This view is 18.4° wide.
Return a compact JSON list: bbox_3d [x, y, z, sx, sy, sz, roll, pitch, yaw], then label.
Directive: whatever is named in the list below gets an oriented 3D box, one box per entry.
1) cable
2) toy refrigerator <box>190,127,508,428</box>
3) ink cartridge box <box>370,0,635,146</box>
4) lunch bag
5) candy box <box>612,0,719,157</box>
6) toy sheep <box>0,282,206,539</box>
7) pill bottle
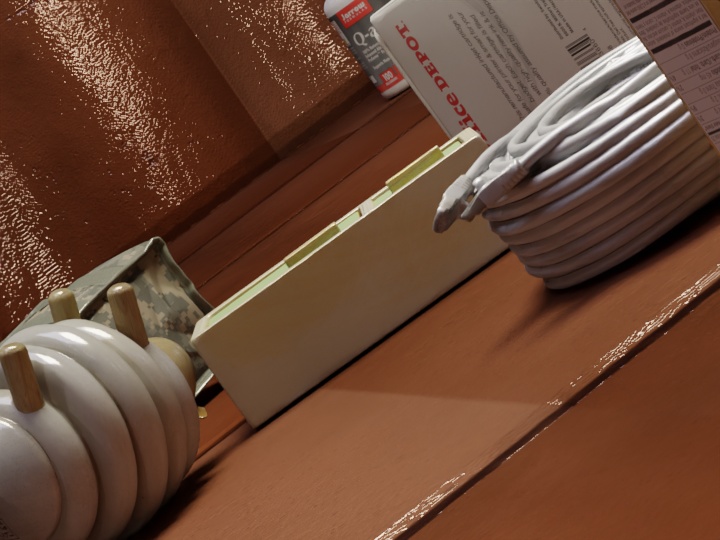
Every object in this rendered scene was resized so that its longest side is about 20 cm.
[{"bbox_3d":[0.146,-0.072,1.047,0.200,0.069,0.200,-31,7,29],"label":"cable"},{"bbox_3d":[0.000,0.000,1.273,0.200,0.070,0.076,-35,6,3],"label":"toy refrigerator"},{"bbox_3d":[0.125,-0.165,1.455,0.200,0.146,0.084,-29,10,45],"label":"ink cartridge box"},{"bbox_3d":[-0.206,0.090,1.505,0.200,0.118,0.164,-48,13,-36],"label":"lunch bag"},{"bbox_3d":[0.155,-0.144,0.919,0.115,0.200,0.055,-39,6,-27],"label":"candy box"},{"bbox_3d":[-0.159,0.088,1.191,0.138,0.138,0.200,-29,0,44],"label":"toy sheep"},{"bbox_3d":[0.023,-0.341,2.970,0.116,0.200,0.116,-36,6,5],"label":"pill bottle"}]
